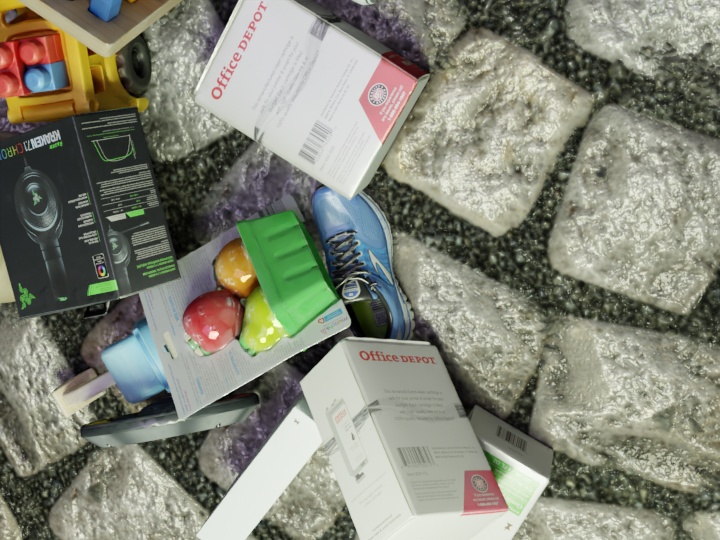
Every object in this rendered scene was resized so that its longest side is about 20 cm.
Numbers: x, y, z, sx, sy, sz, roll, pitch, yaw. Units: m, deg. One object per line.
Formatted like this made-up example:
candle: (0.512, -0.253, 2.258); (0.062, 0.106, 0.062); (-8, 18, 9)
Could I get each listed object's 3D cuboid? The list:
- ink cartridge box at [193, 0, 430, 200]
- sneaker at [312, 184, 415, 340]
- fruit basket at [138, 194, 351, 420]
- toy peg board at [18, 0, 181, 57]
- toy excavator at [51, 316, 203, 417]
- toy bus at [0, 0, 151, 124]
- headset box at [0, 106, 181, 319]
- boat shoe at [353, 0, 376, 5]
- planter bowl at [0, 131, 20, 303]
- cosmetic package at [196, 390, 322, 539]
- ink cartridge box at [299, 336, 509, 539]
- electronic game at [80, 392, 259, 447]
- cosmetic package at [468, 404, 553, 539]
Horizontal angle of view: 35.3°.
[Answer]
ink cartridge box: (-0.050, -0.192, 1.177); (0.199, 0.083, 0.147); (33, 110, 4)
sneaker: (0.000, 0.000, 1.212); (0.078, 0.089, 0.201); (-21, 96, 18)
fruit basket: (-0.123, 0.037, 1.172); (0.199, 0.094, 0.186); (-34, 53, 8)
toy peg board: (-0.266, -0.343, 1.120); (0.199, 0.199, 0.098); (33, 136, 4)
toy excavator: (-0.265, 0.110, 1.297); (0.199, 0.194, 0.100); (-29, 97, -9)
toy bus: (-0.323, -0.248, 1.178); (0.134, 0.192, 0.202); (-4, 102, 17)
headset box: (-0.296, -0.051, 1.188); (0.173, 0.093, 0.202); (-9, 97, 37)
boat shoe: (0.051, -0.351, 1.114); (0.071, 0.072, 0.201); (27, 108, 11)
planter bowl: (-0.434, -0.050, 1.289); (0.198, 0.135, 0.202); (4, 105, 14)
cosmetic package: (-0.089, 0.206, 1.257); (0.052, 0.151, 0.200); (38, 111, 2)
ink cartridge box: (0.044, 0.176, 1.151); (0.083, 0.146, 0.201); (-45, 54, 33)
electronic game: (-0.210, 0.161, 1.253); (0.198, 0.200, 0.042); (-12, 86, 17)
cosmetic package: (0.120, 0.266, 1.254); (0.107, 0.085, 0.201); (28, 108, 5)
